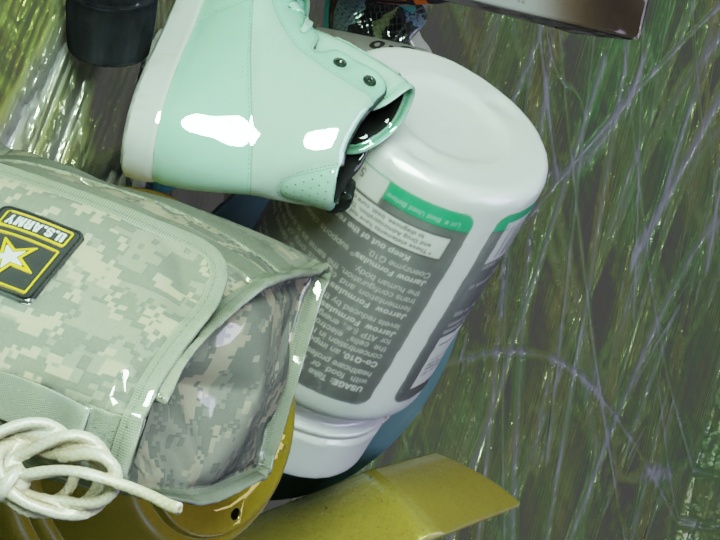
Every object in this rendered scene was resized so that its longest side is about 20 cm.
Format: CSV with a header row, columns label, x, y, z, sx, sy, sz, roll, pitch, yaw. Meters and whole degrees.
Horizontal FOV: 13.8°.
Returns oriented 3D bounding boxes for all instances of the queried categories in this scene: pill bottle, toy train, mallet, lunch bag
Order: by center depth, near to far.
label,x,y,z,sx,sy,sz,roll,pitch,yaw
toy train,-0.152,0.083,1.062,0.116,0.200,0.085,82,26,-63
lunch bag,-0.123,0.022,1.169,0.200,0.164,0.118,-17,125,-73
mallet,-0.090,-0.150,1.393,0.200,0.041,0.066,-52,153,-65
pill bottle,0.000,0.000,1.456,0.200,0.113,0.113,-60,175,33

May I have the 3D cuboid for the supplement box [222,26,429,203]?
label,x,y,z,sx,sy,sz,roll,pitch,yaw
supplement box,-0.025,-0.021,1.651,0.126,0.073,0.200,-43,143,-63

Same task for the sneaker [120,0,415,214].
label,x,y,z,sx,sy,sz,roll,pitch,yaw
sneaker,-0.026,-0.110,1.373,0.074,0.118,0.201,99,7,-58

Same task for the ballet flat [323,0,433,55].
label,x,y,z,sx,sy,sz,roll,pitch,yaw
ballet flat,0.015,-0.083,1.750,0.200,0.074,0.074,87,23,-47

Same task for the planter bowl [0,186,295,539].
label,x,y,z,sx,sy,sz,roll,pitch,yaw
planter bowl,-0.089,0.067,1.338,0.200,0.083,0.201,-13,108,-46

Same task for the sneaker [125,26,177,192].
label,x,y,z,sx,sy,sz,roll,pitch,yaw
sneaker,-0.061,-0.080,1.465,0.200,0.079,0.078,-35,137,-66

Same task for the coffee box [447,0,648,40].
label,x,y,z,sx,sy,sz,roll,pitch,yaw
coffee box,0.055,-0.195,1.547,0.080,0.200,0.113,19,-82,66

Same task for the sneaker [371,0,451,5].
label,x,y,z,sx,sy,sz,roll,pitch,yaw
sneaker,0.044,-0.242,1.634,0.078,0.112,0.200,-45,145,-63

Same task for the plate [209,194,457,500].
label,x,y,z,sx,sy,sz,roll,pitch,yaw
plate,-0.023,0.035,1.579,0.200,0.026,0.201,-16,120,-28

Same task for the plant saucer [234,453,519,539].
label,x,y,z,sx,sy,sz,roll,pitch,yaw
plant saucer,-0.029,0.151,1.647,0.049,0.200,0.200,69,15,5
